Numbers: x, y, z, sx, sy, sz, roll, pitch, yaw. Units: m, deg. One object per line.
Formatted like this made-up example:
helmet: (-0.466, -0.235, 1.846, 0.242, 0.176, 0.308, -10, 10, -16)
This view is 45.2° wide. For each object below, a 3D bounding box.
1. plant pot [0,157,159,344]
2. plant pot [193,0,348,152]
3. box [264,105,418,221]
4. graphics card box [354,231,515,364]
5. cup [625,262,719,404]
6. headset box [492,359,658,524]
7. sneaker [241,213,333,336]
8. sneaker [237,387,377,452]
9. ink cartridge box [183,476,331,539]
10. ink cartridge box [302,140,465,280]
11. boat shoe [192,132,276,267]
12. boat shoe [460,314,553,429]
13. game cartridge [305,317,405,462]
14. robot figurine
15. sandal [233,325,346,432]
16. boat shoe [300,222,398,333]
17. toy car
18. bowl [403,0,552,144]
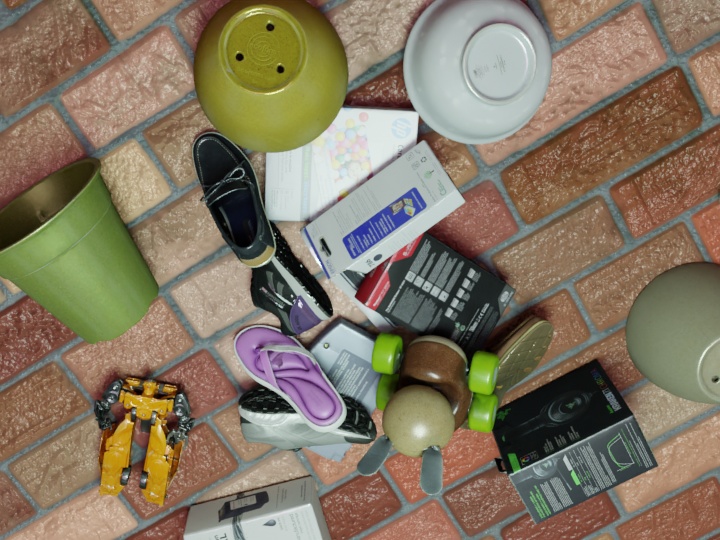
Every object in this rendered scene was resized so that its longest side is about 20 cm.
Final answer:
plant pot: (-0.366, -0.012, 1.129, 0.199, 0.200, 0.190, -29, 120, 8)
plant pot: (-0.111, -0.249, 1.040, 0.198, 0.142, 0.202, 0, 92, -3)
box: (-0.027, -0.142, 1.158, 0.198, 0.041, 0.157, 3, 108, -4)
graphics card box: (0.103, 0.030, 1.175, 0.199, 0.051, 0.126, 29, 92, -26)
cup: (0.489, 0.107, 1.202, 0.199, 0.143, 0.202, -1, 109, -2)
headset box: (0.286, 0.240, 1.223, 0.199, 0.174, 0.093, -28, 108, 9)
sneaker: (-0.128, 0.008, 1.188, 0.087, 0.076, 0.201, -32, 106, 15)
sneaker: (-0.075, 0.220, 1.229, 0.198, 0.074, 0.080, 7, 117, 2)
ink cartridge box: (-0.151, 0.415, 1.312, 0.198, 0.084, 0.146, -15, 108, 3)
ink cartridge box: (0.028, -0.071, 1.111, 0.199, 0.100, 0.039, -34, 145, 9)
boat shoe: (-0.167, -0.099, 1.116, 0.074, 0.062, 0.201, -26, 72, 5)
boat shoe: (0.193, 0.136, 1.236, 0.072, 0.068, 0.200, 20, 115, -42)
game cartridge: (-0.038, 0.172, 1.263, 0.133, 0.042, 0.201, 30, 105, -7)
robot figurine: (-0.320, 0.243, 1.265, 0.144, 0.058, 0.201, 12, 108, -6)
sandal: (-0.095, 0.137, 1.194, 0.202, 0.050, 0.082, 37, 69, 22)
boat shoe: (0.000, 0.000, 1.188, 0.068, 0.072, 0.200, -38, 108, 12)
toy car: (0.078, 0.200, 1.120, 0.163, 0.201, 0.159, 9, 134, 17)
bowl: (0.160, -0.257, 1.081, 0.199, 0.090, 0.203, -2, 101, -11)
